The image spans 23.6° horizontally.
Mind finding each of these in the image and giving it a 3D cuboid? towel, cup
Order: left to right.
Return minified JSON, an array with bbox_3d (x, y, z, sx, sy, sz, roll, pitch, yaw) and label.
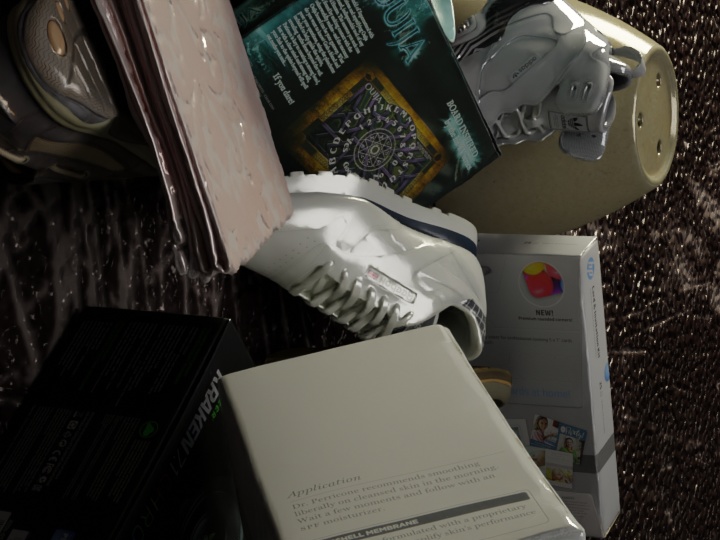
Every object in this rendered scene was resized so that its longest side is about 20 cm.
[{"bbox_3d":[-0.085,-0.099,0.827,0.200,0.032,0.193,-57,130,-80],"label":"towel"},{"bbox_3d":[0.151,-0.113,1.266,0.200,0.142,0.202,-14,106,-61],"label":"cup"}]

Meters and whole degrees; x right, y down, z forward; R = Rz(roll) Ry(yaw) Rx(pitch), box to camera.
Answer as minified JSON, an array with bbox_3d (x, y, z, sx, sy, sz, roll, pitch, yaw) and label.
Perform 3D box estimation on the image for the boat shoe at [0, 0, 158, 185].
[{"bbox_3d":[-0.139,-0.078,0.797,0.200,0.073,0.075,39,32,-77],"label":"boat shoe"}]

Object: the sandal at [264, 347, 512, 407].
[{"bbox_3d":[0.024,0.078,1.034,0.199,0.080,0.055,13,83,-52],"label":"sandal"}]

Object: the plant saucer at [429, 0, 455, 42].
[{"bbox_3d":[0.020,-0.235,1.060,0.200,0.027,0.202,-14,90,-80],"label":"plant saucer"}]

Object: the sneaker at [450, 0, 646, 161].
[{"bbox_3d":[0.096,-0.102,1.136,0.200,0.115,0.075,-48,155,-16],"label":"sneaker"}]

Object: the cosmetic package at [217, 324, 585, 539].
[{"bbox_3d":[0.021,0.163,0.777,0.200,0.122,0.201,-120,-161,-65],"label":"cosmetic package"}]

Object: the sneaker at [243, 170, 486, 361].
[{"bbox_3d":[0.000,0.000,1.003,0.199,0.076,0.081,12,62,-38],"label":"sneaker"}]

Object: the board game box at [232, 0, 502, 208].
[{"bbox_3d":[-0.004,-0.097,1.008,0.135,0.028,0.200,-35,138,-3],"label":"board game box"}]

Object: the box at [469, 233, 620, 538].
[{"bbox_3d":[0.088,0.075,1.155,0.041,0.155,0.202,-42,129,-56],"label":"box"}]

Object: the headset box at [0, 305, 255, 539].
[{"bbox_3d":[-0.102,0.150,0.868,0.175,0.092,0.201,-63,145,-36],"label":"headset box"}]
